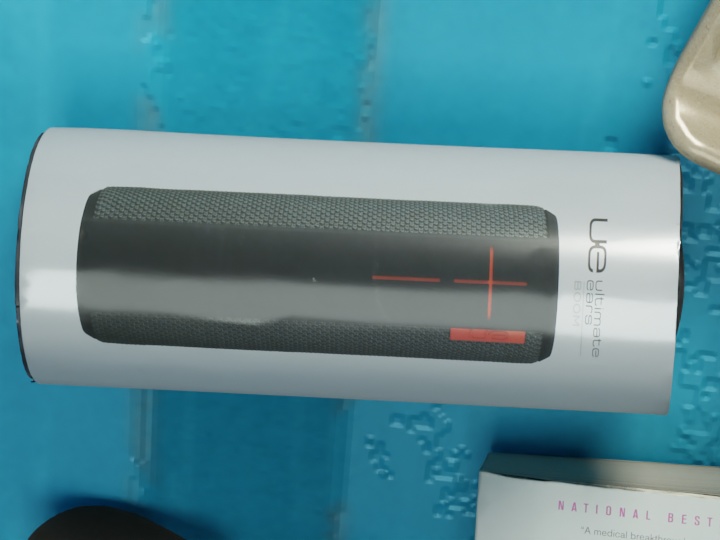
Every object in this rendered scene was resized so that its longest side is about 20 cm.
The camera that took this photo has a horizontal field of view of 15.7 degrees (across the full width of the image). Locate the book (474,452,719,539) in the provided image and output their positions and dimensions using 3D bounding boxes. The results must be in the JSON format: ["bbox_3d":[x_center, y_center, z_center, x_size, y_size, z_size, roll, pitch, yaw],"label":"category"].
[{"bbox_3d":[0.099,0.166,0.872,0.133,0.048,0.201,4,101,10],"label":"book"}]

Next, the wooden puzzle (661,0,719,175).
[{"bbox_3d":[0.209,-0.089,0.754,0.184,0.037,0.200,23,116,-7],"label":"wooden puzzle"}]

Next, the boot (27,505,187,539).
[{"bbox_3d":[-0.030,0.158,0.880,0.200,0.074,0.076,30,135,21],"label":"boot"}]

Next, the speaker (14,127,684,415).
[{"bbox_3d":[0.000,0.000,0.800,0.199,0.081,0.081,3,121,4],"label":"speaker"}]
